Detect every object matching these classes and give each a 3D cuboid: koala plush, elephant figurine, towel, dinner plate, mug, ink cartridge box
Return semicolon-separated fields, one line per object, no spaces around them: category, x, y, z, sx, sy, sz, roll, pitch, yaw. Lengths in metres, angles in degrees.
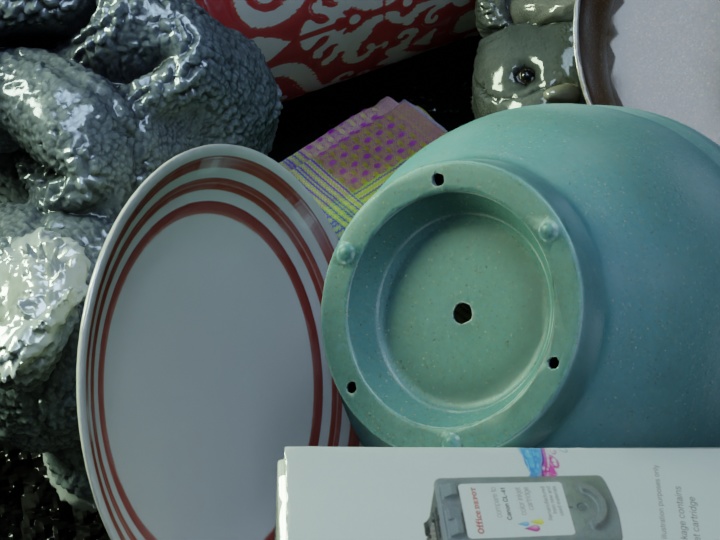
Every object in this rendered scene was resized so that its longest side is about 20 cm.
koala plush;-0.126;-0.011;1.142;0.182;0.178;0.201;-3;56;7
elephant figurine;0.108;-0.106;1.278;0.199;0.155;0.142;-15;91;-10
towel;0.000;0.000;1.250;0.200;0.023;0.143;-34;59;-29
dinner plate;-0.059;0.048;1.102;0.024;0.201;0.201;-3;40;35
mug;-0.016;-0.153;1.297;0.199;0.177;0.134;-17;89;-24
ink cartridge box;0.065;0.142;1.041;0.198;0.148;0.086;-1;51;-3

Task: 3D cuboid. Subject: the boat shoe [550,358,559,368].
boat shoe;0.123;0.060;1.174;0.066;0.075;0.200;-5;49;-49

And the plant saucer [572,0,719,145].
plant saucer;0.192;-0.099;1.206;0.199;0.032;0.202;2;75;-7

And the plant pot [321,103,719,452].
plant pot;0.066;0.022;1.089;0.200;0.201;0.134;39;14;28
